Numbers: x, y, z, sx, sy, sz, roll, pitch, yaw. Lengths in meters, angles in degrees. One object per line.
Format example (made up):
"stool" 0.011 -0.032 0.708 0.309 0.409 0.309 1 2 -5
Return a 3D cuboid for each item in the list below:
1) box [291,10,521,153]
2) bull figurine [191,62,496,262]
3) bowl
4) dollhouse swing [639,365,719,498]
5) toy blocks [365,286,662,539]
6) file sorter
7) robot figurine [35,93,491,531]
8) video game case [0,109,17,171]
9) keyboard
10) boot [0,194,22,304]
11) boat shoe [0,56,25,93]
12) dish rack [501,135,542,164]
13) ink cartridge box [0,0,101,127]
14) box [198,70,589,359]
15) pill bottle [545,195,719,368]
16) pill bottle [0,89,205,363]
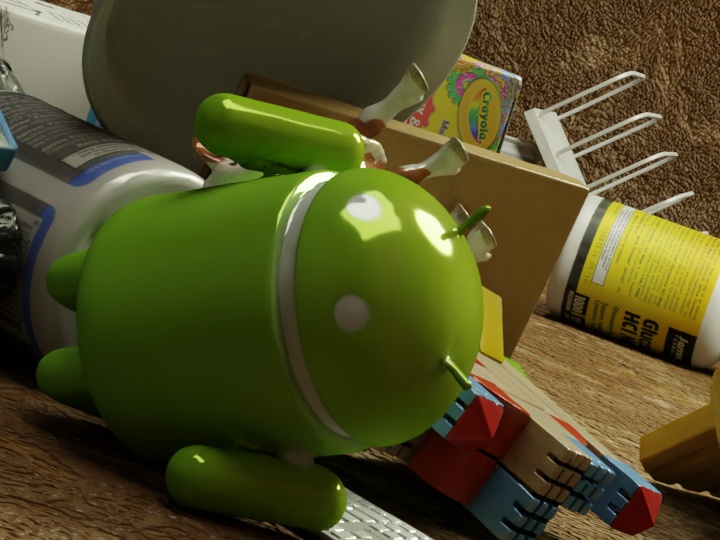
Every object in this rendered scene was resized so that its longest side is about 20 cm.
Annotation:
"box" -0.011 -0.040 1.410 0.121 0.201 0.193 17 5 -11
"bull figurine" -0.006 -0.025 1.180 0.065 0.121 0.200 58 -6 31
"bowl" -0.049 -0.144 1.229 0.200 0.201 0.091 14 41 -37
"dollhouse swing" 0.270 0.149 1.379 0.199 0.176 0.182 16 48 -26
"toy blocks" 0.056 0.076 1.165 0.137 0.100 0.200 41 8 36
"file sorter" 0.280 -0.100 2.683 0.124 0.201 0.139 -23 -4 14
"robot figurine" -0.037 0.020 1.035 0.199 0.176 0.116 -7 -22 30
"video game case" -0.266 -0.106 1.126 0.199 0.018 0.143 4 42 -38
"keyboard" -0.022 0.097 1.064 0.056 0.011 0.200 13 8 -42
"boot" -0.207 -0.003 1.062 0.157 0.080 0.211 14 8 -39
"boat shoe" -0.209 -0.084 1.353 0.068 0.057 0.201 13 -39 24
"dish rack" 0.083 -0.102 2.687 0.199 0.044 0.171 15 -30 -34
"ink cartridge box" -0.243 -0.099 1.485 0.199 0.145 0.147 15 8 -28
"box" 0.000 0.000 1.272 0.199 0.164 0.021 16 20 -25
"pill bottle" 0.271 0.017 2.171 0.199 0.113 0.112 20 6 13
"pill bottle" -0.160 -0.023 1.213 0.113 0.114 0.200 13 9 -44
